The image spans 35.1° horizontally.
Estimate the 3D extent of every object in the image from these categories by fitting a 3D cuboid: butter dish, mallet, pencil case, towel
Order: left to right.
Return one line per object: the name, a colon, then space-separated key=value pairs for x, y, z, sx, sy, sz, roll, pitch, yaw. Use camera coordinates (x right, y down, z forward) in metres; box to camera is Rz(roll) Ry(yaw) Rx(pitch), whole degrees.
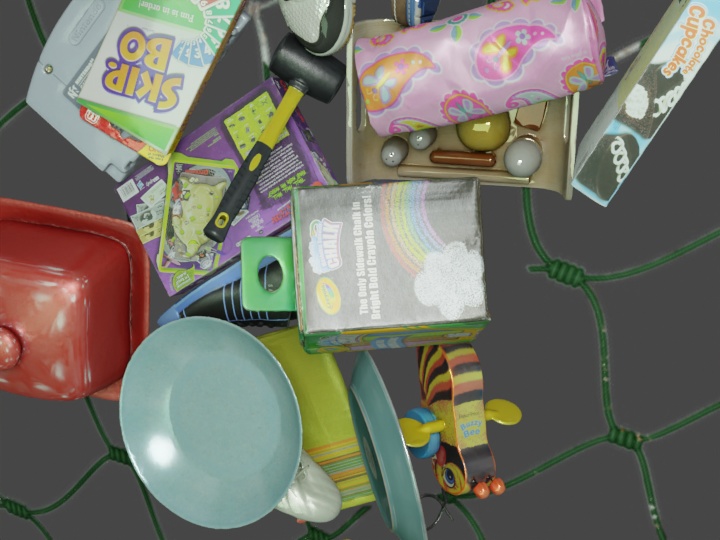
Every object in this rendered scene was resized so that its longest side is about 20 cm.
butter dish: x=-0.315 y=0.049 z=1.095 sx=0.198 sy=0.148 sz=0.202 roll=10 pitch=112 yaw=10
mallet: x=-0.086 y=-0.117 z=0.964 sx=0.066 sy=0.201 sz=0.041 roll=36 pitch=158 yaw=-5
towel: x=-0.042 y=0.148 z=1.136 sx=0.085 sy=0.018 sz=0.201 roll=-17 pitch=105 yaw=16
pencil case: x=0.095 y=-0.166 z=0.896 sx=0.198 sy=0.088 sz=0.088 roll=-14 pitch=107 yaw=16

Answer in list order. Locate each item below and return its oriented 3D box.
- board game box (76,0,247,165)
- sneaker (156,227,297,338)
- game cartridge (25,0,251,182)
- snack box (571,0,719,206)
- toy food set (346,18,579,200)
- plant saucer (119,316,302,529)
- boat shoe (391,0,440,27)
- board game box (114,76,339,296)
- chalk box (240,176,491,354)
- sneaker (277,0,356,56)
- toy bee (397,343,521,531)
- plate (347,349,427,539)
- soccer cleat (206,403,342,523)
board game box: x=-0.171 y=-0.195 z=0.989 sx=0.095 sy=0.030 sz=0.201 roll=30 pitch=112 yaw=1
sneaker: x=-0.100 y=0.028 z=1.073 sx=0.199 sy=0.070 sz=0.078 roll=-30 pitch=94 yaw=21
game cartridge: x=-0.207 y=-0.195 z=1.026 sx=0.133 sy=0.042 sz=0.200 roll=44 pitch=109 yaw=0
snack box: x=0.235 y=-0.156 z=0.891 sx=0.037 sy=0.116 sz=0.201 roll=31 pitch=115 yaw=1
toy food set: x=0.085 y=-0.136 z=0.967 sx=0.198 sy=0.060 sz=0.145 roll=5 pitch=112 yaw=12
plant saucer: x=-0.135 y=0.140 z=1.074 sx=0.199 sy=0.039 sz=0.203 roll=4 pitch=100 yaw=24
boat shoe: x=0.029 y=-0.296 z=0.920 sx=0.072 sy=0.072 sz=0.202 roll=3 pitch=101 yaw=20
board game box: x=-0.125 y=-0.074 z=1.048 sx=0.199 sy=0.032 sz=0.121 roll=-30 pitch=81 yaw=23
chalk box: x=0.000 y=0.000 z=0.958 sx=0.198 sy=0.124 sz=0.126 roll=-3 pitch=79 yaw=-1
sneaker: x=-0.065 y=-0.271 z=0.927 sx=0.075 sy=0.088 sz=0.202 roll=-8 pitch=102 yaw=34
toy bee: x=0.098 y=0.159 z=1.052 sx=0.130 sy=0.108 sz=0.201 roll=-30 pitch=116 yaw=-22
plate: x=0.019 y=0.167 z=1.031 sx=0.025 sy=0.200 sz=0.202 roll=-16 pitch=108 yaw=-8
soccer cleat: x=-0.097 y=0.169 z=1.113 sx=0.199 sy=0.069 sz=0.078 roll=36 pitch=124 yaw=14
